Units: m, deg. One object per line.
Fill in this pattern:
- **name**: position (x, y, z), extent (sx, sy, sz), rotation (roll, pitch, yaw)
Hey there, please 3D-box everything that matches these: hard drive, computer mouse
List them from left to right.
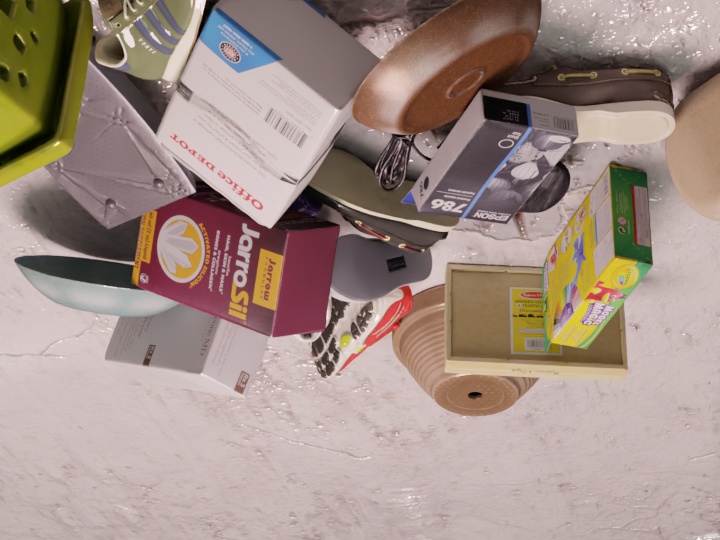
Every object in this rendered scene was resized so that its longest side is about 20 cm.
- **hard drive**: position (-0.258, -0.137, 1.649), extent (0.134, 0.043, 0.200), rotation (-20, 125, 31)
- **computer mouse**: position (0.119, -0.131, 1.669), extent (0.198, 0.046, 0.141), rotation (8, 130, -12)

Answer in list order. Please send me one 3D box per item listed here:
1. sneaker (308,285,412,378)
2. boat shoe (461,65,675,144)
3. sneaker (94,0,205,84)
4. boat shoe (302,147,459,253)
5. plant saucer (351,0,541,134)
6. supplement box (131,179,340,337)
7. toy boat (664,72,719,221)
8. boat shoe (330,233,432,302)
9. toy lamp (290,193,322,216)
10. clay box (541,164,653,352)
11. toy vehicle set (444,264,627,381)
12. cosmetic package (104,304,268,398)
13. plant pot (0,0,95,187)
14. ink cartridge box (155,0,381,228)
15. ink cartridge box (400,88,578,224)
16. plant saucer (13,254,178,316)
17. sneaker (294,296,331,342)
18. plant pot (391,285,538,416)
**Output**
- **sneaker**: position (0.002, 0.067, 1.946), extent (0.084, 0.078, 0.200), rotation (-10, 164, -29)
- **boat shoe**: position (0.195, -0.159, 1.598), extent (0.197, 0.060, 0.072), rotation (0, 150, 5)
- **sneaker**: position (-0.188, -0.235, 1.508), extent (0.089, 0.068, 0.201), rotation (6, 150, -14)
- **boat shoe**: position (0.005, -0.069, 1.736), extent (0.200, 0.074, 0.063), rotation (19, 136, -30)
- **plant saucer**: position (0.085, -0.177, 1.499), extent (0.199, 0.037, 0.201), rotation (-32, 165, -9)
- **supplement box**: position (-0.126, -0.015, 1.702), extent (0.199, 0.112, 0.085), rotation (19, -165, 35)
- **toy boat**: position (0.385, -0.130, 1.595), extent (0.130, 0.132, 0.199), rotation (-6, 160, -45)
- **boat shoe**: position (0.000, 0.000, 1.785), extent (0.065, 0.075, 0.199), rotation (-11, 174, 34)
- **toy lamp**: position (-0.124, -0.047, 1.800), extent (0.199, 0.059, 0.058), rotation (-20, 140, 35)
- **clay box**: position (0.242, -0.005, 1.775), extent (0.047, 0.116, 0.201), rotation (10, 147, -12)
- **toy vehicle set**: position (0.190, 0.056, 1.861), extent (0.197, 0.125, 0.027), rotation (3, 147, 1)
- **cosmetic package**: position (-0.190, 0.075, 1.881), extent (0.074, 0.103, 0.199), rotation (30, 162, -35)
- **plant pot**: position (-0.349, -0.181, 1.482), extent (0.199, 0.201, 0.181), rotation (-22, 139, 31)
- **ink cartridge box**: position (-0.088, -0.155, 1.558), extent (0.144, 0.084, 0.200), rotation (39, 142, 2)
- **ink cartridge box**: position (0.118, -0.094, 1.607), extent (0.098, 0.040, 0.200), rotation (7, 149, -19)
- **plant saucer**: position (-0.273, 0.020, 1.818), extent (0.198, 0.039, 0.201), rotation (9, -173, -1)
- **sneaker**: position (-0.068, 0.036, 1.854), extent (0.077, 0.101, 0.200), rotation (-6, 163, -3)
- **plant pot**: position (0.134, 0.106, 1.972), extent (0.198, 0.094, 0.202), rotation (2, 148, 1)
